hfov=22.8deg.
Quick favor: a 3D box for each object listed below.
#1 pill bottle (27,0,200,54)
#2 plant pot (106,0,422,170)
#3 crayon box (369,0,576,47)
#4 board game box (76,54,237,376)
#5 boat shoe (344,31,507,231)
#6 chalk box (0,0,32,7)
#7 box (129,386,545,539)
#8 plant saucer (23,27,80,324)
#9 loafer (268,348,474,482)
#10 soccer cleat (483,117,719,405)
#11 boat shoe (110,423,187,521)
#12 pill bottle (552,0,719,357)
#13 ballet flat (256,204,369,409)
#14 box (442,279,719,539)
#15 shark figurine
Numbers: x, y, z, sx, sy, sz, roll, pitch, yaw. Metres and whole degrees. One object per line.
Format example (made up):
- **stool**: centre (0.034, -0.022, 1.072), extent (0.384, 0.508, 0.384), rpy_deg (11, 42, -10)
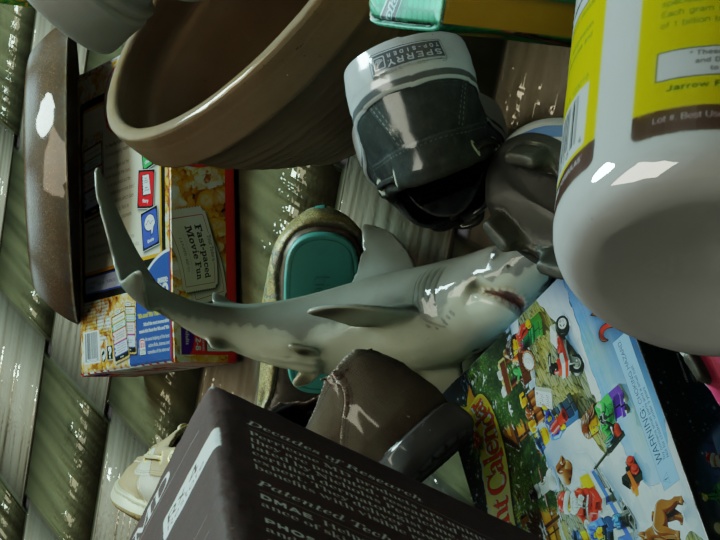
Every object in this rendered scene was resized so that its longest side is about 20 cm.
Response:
- **pill bottle**: centre (-0.076, -0.197, 0.826), extent (0.200, 0.110, 0.111), rpy_deg (-42, 48, 15)
- **plant pot**: centre (-0.025, -0.117, 0.872), extent (0.200, 0.093, 0.202), rpy_deg (-36, 29, 24)
- **crayon box**: centre (0.076, -0.192, 0.717), extent (0.058, 0.118, 0.202), rpy_deg (19, 105, 58)
- **board game box**: centre (-0.132, -0.037, 1.128), extent (0.151, 0.046, 0.202), rpy_deg (-10, 80, 59)
- **boat shoe**: centre (0.031, -0.046, 0.760), extent (0.200, 0.068, 0.057), rpy_deg (42, -149, -78)
- **chalk box**: centre (-0.189, -0.235, 1.084), extent (0.124, 0.198, 0.125), rpy_deg (47, 128, 49)
- **box**: centre (-0.015, 0.170, 0.639), extent (0.167, 0.163, 0.200), rpy_deg (-63, 12, 7)
- **plant saucer**: centre (-0.202, -0.065, 1.185), extent (0.200, 0.032, 0.203), rpy_deg (179, 90, -83)
- **loafer**: centre (-0.015, 0.090, 0.840), extent (0.071, 0.073, 0.200), rpy_deg (52, 141, 7)
- **soccer cleat**: centre (0.137, 0.000, 0.665), extent (0.200, 0.086, 0.070), rpy_deg (39, 130, 25)
- **boat shoe**: centre (-0.092, 0.125, 1.039), extent (0.070, 0.073, 0.200), rpy_deg (-66, 20, -8)
- **pill bottle**: centre (0.126, -0.080, 0.601), extent (0.109, 0.108, 0.202), rpy_deg (-41, 32, 51)
- **ballet flat**: centre (-0.025, 0.063, 0.935), extent (0.071, 0.070, 0.202), rpy_deg (29, 118, 56)
- **box**: centre (0.106, 0.107, 0.732), extent (0.137, 0.037, 0.202), rpy_deg (-49, 48, 47)
- **shark figurine**: centre (-0.018, 0.007, 0.850), extent (0.129, 0.212, 0.090), rpy_deg (89, -175, -54)
